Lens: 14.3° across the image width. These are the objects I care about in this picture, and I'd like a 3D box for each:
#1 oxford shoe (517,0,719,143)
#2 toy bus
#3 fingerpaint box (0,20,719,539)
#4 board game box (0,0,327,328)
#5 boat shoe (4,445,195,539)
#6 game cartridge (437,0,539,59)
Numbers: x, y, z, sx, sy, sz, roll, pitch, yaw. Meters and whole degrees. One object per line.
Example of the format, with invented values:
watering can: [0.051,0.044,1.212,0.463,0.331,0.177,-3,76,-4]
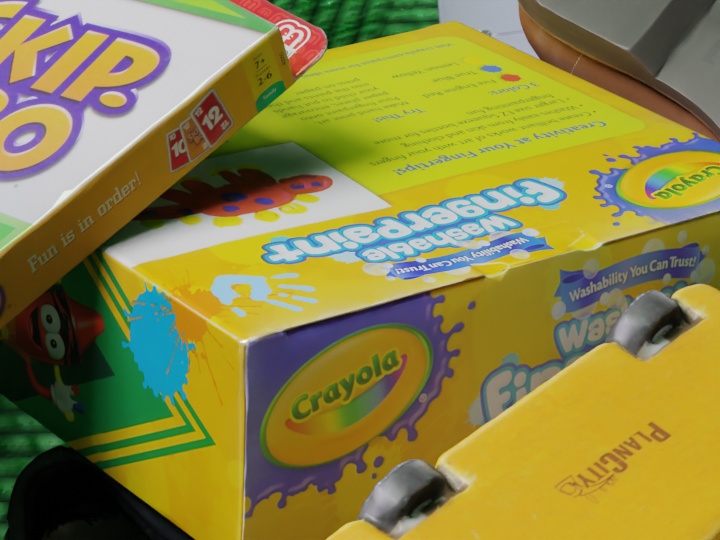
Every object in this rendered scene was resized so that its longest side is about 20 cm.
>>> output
oxford shoe: [0.131,-0.043,0.891,0.071,0.071,0.200,-41,63,-18]
toy bus: [0.048,0.078,0.716,0.065,0.079,0.200,34,40,24]
fingerpaint box: [0.000,0.000,0.836,0.199,0.074,0.167,-16,30,-35]
board game box: [-0.108,-0.028,0.772,0.095,0.030,0.200,30,58,36]
boat shoe: [-0.054,0.112,0.741,0.074,0.066,0.200,-18,34,-2]
game cartridge: [0.095,-0.107,1.031,0.132,0.041,0.200,-3,35,11]
